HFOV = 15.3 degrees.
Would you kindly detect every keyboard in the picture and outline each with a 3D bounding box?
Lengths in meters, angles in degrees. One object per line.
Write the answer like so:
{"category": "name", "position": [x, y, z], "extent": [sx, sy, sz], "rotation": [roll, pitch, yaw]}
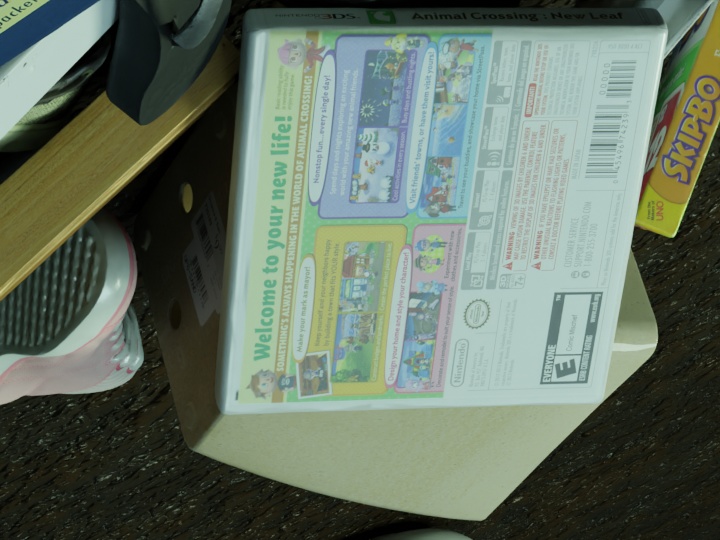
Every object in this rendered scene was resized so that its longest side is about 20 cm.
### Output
{"category": "keyboard", "position": [-0.088, -0.121, 1.043], "extent": [0.200, 0.011, 0.056], "rotation": [-48, 172, -20]}

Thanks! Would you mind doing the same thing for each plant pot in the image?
{"category": "plant pot", "position": [0.000, 0.000, 1.331], "extent": [0.177, 0.200, 0.200], "rotation": [-1, 150, -28]}

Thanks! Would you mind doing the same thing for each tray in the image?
{"category": "tray", "position": [-0.138, -0.027, 1.155], "extent": [0.200, 0.037, 0.099], "rotation": [-43, -177, -16]}

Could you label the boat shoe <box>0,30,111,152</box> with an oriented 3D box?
{"category": "boat shoe", "position": [-0.180, -0.085, 1.068], "extent": [0.065, 0.073, 0.200], "rotation": [-44, 163, 30]}

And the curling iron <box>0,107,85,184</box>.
{"category": "curling iron", "position": [-0.189, -0.015, 1.272], "extent": [0.050, 0.026, 0.200], "rotation": [33, 121, -24]}

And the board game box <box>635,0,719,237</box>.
{"category": "board game box", "position": [0.171, -0.114, 1.283], "extent": [0.096, 0.030, 0.200], "rotation": [-112, -134, -87]}

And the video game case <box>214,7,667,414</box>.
{"category": "video game case", "position": [0.032, -0.024, 1.175], "extent": [0.182, 0.022, 0.200], "rotation": [-1, 124, -12]}

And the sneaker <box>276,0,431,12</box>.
{"category": "sneaker", "position": [0.048, -0.150, 1.172], "extent": [0.200, 0.076, 0.091], "rotation": [-19, 164, -15]}

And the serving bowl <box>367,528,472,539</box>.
{"category": "serving bowl", "position": [0.010, 0.259, 2.142], "extent": [0.200, 0.066, 0.200], "rotation": [-23, 160, -9]}

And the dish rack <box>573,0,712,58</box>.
{"category": "dish rack", "position": [0.135, -0.143, 1.234], "extent": [0.200, 0.044, 0.172], "rotation": [-51, -173, 48]}

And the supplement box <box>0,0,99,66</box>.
{"category": "supplement box", "position": [-0.148, -0.175, 0.680], "extent": [0.134, 0.200, 0.200], "rotation": [-32, 158, 14]}

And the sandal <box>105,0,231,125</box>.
{"category": "sandal", "position": [-0.060, -0.113, 1.031], "extent": [0.076, 0.043, 0.200], "rotation": [-49, 170, -18]}

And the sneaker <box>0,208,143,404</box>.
{"category": "sneaker", "position": [-0.141, 0.014, 1.330], "extent": [0.105, 0.075, 0.200], "rotation": [-7, 164, -37]}
